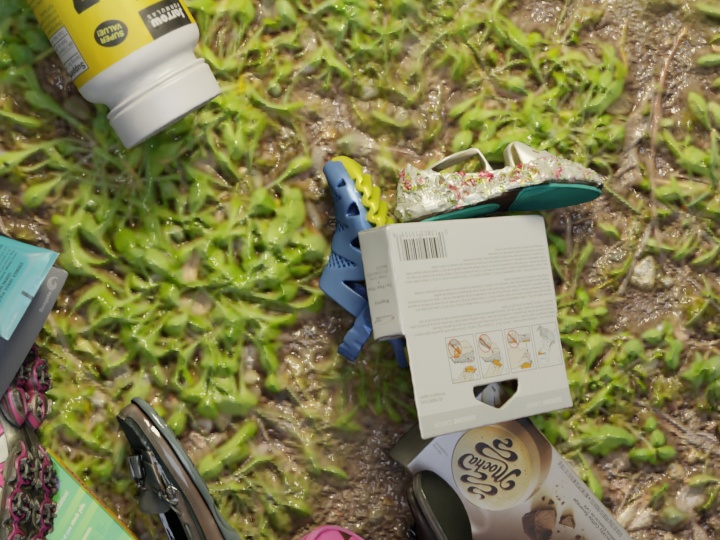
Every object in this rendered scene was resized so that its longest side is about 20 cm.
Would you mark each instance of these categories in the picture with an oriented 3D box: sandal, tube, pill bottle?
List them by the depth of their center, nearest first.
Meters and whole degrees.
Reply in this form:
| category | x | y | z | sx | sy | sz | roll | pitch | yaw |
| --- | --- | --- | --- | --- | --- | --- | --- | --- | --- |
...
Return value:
| category | x | y | z | sx | sy | sz | roll | pitch | yaw |
| --- | --- | --- | --- | --- | --- | --- | --- | --- | --- |
| tube | -0.339 | -0.014 | 1.045 | 0.198 | 0.050 | 0.078 | 21 | 77 | 21 |
| pill bottle | -0.204 | -0.211 | 1.081 | 0.113 | 0.114 | 0.202 | -31 | 98 | -8 |
| sandal | 0.000 | 0.000 | 1.150 | 0.086 | 0.079 | 0.203 | -18 | 90 | 10 |

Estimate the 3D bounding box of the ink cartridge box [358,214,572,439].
| category | x | y | z | sx | sy | sz | roll | pitch | yaw |
| --- | --- | --- | --- | --- | --- | --- | --- | --- | --- |
| ink cartridge box | 0.095 | 0.045 | 1.127 | 0.198 | 0.043 | 0.176 | -5 | 85 | -42 |

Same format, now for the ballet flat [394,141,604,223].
| category | x | y | z | sx | sy | sz | roll | pitch | yaw |
| --- | --- | --- | --- | --- | --- | --- | --- | --- | --- |
| ballet flat | 0.123 | -0.082 | 1.174 | 0.197 | 0.076 | 0.065 | -10 | 76 | -14 |

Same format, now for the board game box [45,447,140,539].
| category | x | y | z | sx | sy | sz | roll | pitch | yaw |
| --- | --- | --- | --- | --- | --- | --- | --- | --- | --- |
| board game box | -0.248 | 0.246 | 1.134 | 0.096 | 0.030 | 0.200 | -44 | 101 | -7 |

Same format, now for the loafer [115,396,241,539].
| category | x | y | z | sx | sy | sz | roll | pitch | yaw |
| --- | --- | --- | --- | --- | --- | --- | --- | --- | --- |
| loafer | -0.158 | 0.206 | 1.124 | 0.063 | 0.072 | 0.201 | -35 | 100 | -20 |

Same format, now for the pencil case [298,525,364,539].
| category | x | y | z | sx | sy | sz | roll | pitch | yaw |
| --- | --- | --- | --- | --- | --- | --- | --- | --- | --- |
| pencil case | -0.058 | 0.301 | 1.102 | 0.093 | 0.092 | 0.200 | 18 | 134 | -33 |

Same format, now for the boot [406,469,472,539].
| category | x | y | z | sx | sy | sz | roll | pitch | yaw |
| --- | --- | --- | --- | --- | --- | --- | --- | --- | --- |
| boot | 0.020 | 0.277 | 1.131 | 0.172 | 0.069 | 0.202 | -15 | 110 | 18 |

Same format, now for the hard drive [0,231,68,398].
| category | x | y | z | sx | sy | sz | roll | pitch | yaw |
| --- | --- | --- | --- | --- | --- | --- | --- | --- | --- |
| hard drive | -0.339 | 0.058 | 1.066 | 0.134 | 0.042 | 0.202 | 27 | 83 | 26 |

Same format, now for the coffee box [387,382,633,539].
| category | x | y | z | sx | sy | sz | roll | pitch | yaw |
| --- | --- | --- | --- | --- | --- | --- | --- | --- | --- |
| coffee box | 0.134 | 0.204 | 1.179 | 0.113 | 0.080 | 0.200 | -42 | 98 | -8 |

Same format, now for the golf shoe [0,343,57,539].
| category | x | y | z | sx | sy | sz | roll | pitch | yaw |
| --- | --- | --- | --- | --- | --- | --- | --- | --- | --- |
| golf shoe | -0.302 | 0.160 | 1.080 | 0.091 | 0.073 | 0.203 | -13 | 67 | 15 |
